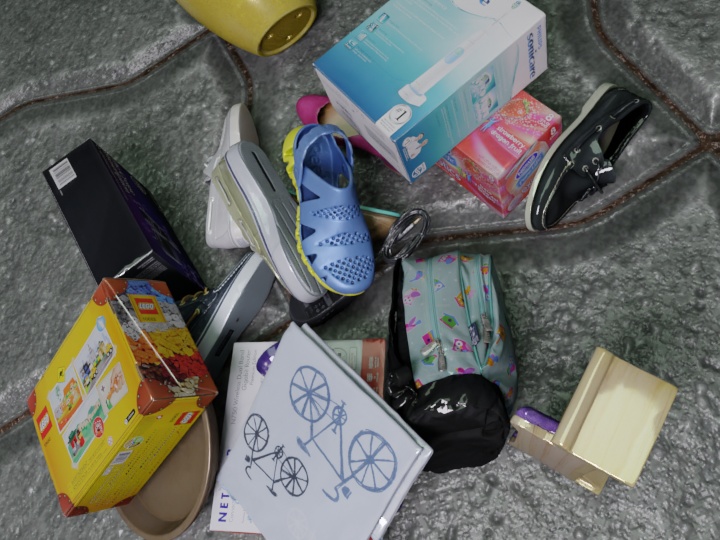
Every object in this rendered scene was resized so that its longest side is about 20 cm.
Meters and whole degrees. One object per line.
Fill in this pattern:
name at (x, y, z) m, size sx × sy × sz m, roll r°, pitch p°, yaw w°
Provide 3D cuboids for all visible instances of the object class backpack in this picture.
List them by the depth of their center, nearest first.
backpack at (0.089, 0.078, 0.681) m, size 0.125 × 0.167 × 0.201 m, roll -4°, pitch 53°, yaw 5°

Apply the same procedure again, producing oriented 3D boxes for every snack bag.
snack bag at (-0.044, 0.180, 0.633) m, size 0.188 × 0.021 × 0.201 m, roll 38°, pitch 110°, yaw 34°

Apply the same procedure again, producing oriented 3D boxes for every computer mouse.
computer mouse at (0.000, 0.000, 0.783) m, size 0.199 × 0.034 × 0.059 m, roll -35°, pitch 59°, yaw 13°

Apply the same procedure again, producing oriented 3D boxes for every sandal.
sandal at (-0.032, -0.071, 0.728) m, size 0.079 × 0.087 × 0.201 m, roll -16°, pitch 83°, yaw -22°

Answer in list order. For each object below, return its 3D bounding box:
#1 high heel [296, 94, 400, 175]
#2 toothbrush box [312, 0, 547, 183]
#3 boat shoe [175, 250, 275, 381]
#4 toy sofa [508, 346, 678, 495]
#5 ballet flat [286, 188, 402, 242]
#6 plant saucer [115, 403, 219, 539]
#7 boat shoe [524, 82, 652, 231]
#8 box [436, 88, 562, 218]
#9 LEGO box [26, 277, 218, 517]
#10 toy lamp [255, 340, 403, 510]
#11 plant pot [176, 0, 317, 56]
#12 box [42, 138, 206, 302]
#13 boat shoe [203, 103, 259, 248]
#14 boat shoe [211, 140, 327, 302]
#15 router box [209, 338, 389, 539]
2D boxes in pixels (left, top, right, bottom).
high heel at (-0.016, -0.186, 0.846) m, size 0.200 × 0.096 × 0.067 m, roll 40°, pitch 83°, yaw 27°
toothbrush box at (0.075, -0.217, 0.729) m, size 0.200 × 0.085 × 0.146 m, roll -41°, pitch 62°, yaw -3°
boat shoe at (-0.182, 0.047, 0.809) m, size 0.090 × 0.071 × 0.201 m, roll 28°, pitch 80°, yaw 19°
toy sofa at (0.190, 0.129, 0.591) m, size 0.097 × 0.200 × 0.083 m, roll 28°, pitch 78°, yaw 20°
ballet flat at (-0.049, -0.053, 0.816) m, size 0.199 × 0.068 × 0.073 m, roll 15°, pitch 88°, yaw 12°
plant saucer at (-0.216, 0.186, 0.745) m, size 0.199 × 0.029 × 0.202 m, roll -4°, pitch 83°, yaw 40°
boat shoe at (0.252, -0.118, 0.748) m, size 0.066 × 0.075 × 0.200 m, roll 25°, pitch 67°, yaw 37°
box at (0.126, -0.171, 0.797) m, size 0.103 × 0.095 × 0.200 m, roll -42°, pitch 62°, yaw -5°
LEGO box at (-0.253, 0.131, 0.713) m, size 0.200 × 0.077 × 0.149 m, roll -49°, pitch 58°, yaw 25°
toy lamp at (-0.030, 0.154, 0.672) m, size 0.058 × 0.058 × 0.200 m, roll -38°, pitch 63°, yaw -2°
plant pot at (-0.139, -0.379, 0.932) m, size 0.199 × 0.200 × 0.142 m, roll -36°, pitch 88°, yaw 0°
box at (-0.284, -0.043, 0.843) m, size 0.079 × 0.141 × 0.200 m, roll -35°, pitch 62°, yaw -3°
boat shoe at (-0.170, -0.121, 0.887) m, size 0.068 × 0.072 × 0.202 m, roll -8°, pitch 75°, yaw 13°
boat shoe at (-0.102, -0.049, 0.781) m, size 0.062 × 0.072 × 0.201 m, roll -34°, pitch 78°, yaw 34°
router box at (-0.057, 0.177, 0.730) m, size 0.178 × 0.049 × 0.202 m, roll -4°, pitch 67°, yaw 16°
